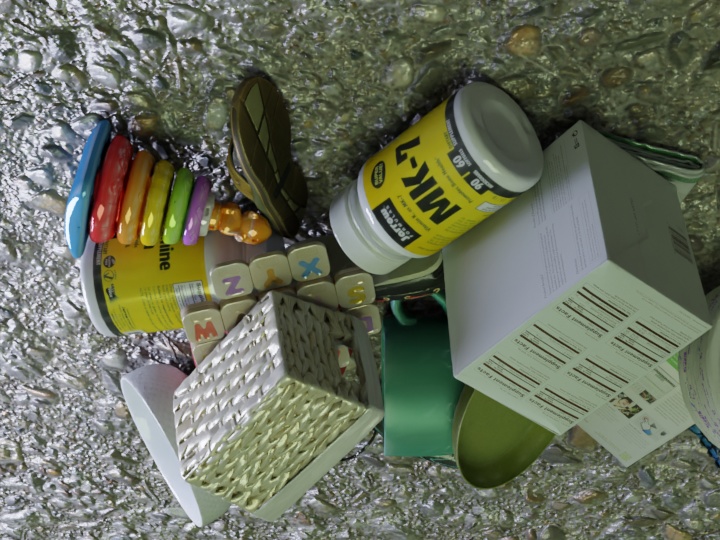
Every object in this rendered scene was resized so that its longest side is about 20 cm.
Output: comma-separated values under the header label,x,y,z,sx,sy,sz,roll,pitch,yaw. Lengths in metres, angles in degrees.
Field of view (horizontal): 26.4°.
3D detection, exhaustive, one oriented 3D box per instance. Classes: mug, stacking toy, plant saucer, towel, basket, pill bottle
label,x,y,z,sx,sy,sz,roll,pitch,yaw
mug,0.081,0.117,1.683,0.113,0.153,0.186,0,139,0
stacking toy,-0.183,-0.063,1.512,0.198,0.110,0.117,13,139,-5
plant saucer,0.162,0.140,1.648,0.031,0.200,0.201,30,155,37
towel,0.244,-0.057,1.564,0.148,0.031,0.201,14,138,-11
basket,-0.089,0.135,1.546,0.123,0.136,0.200,23,125,-32
pill bottle,0.069,-0.083,1.479,0.114,0.115,0.200,31,132,-29
pill bottle,-0.181,0.002,1.595,0.198,0.113,0.113,-8,139,11

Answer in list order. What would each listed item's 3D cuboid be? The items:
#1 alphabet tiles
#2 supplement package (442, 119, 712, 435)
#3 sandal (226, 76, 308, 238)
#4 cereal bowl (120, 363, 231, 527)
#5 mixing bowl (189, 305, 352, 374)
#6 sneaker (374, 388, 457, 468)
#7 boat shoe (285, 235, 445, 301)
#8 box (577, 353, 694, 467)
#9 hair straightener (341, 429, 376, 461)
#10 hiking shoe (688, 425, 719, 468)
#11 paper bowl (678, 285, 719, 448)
label,x,y,z,sx,sy,sz,roll,pitch,yaw
alphabet tiles,-0.079,0.051,1.569,0.198,0.015,0.197,-13,138,-3
supplement package,0.200,0.010,1.462,0.146,0.192,0.200,30,127,-28
sandal,-0.100,-0.106,1.506,0.054,0.081,0.201,13,148,22
cereal bowl,-0.198,0.192,1.782,0.083,0.200,0.201,-29,143,-18
mixing bowl,-0.103,0.107,1.718,0.198,0.109,0.201,2,140,1
sneaker,0.088,0.194,1.848,0.199,0.076,0.079,33,145,-22
boat shoe,0.000,0.003,1.614,0.199,0.074,0.063,-6,151,19
box,0.321,0.127,1.737,0.144,0.036,0.200,40,131,-10
hair straightener,-0.079,0.197,1.864,0.198,0.041,0.077,3,140,5
hiking shoe,0.436,0.196,1.803,0.199,0.087,0.074,31,132,-29
paper bowl,0.429,0.104,1.623,0.199,0.203,0.104,17,167,-16
